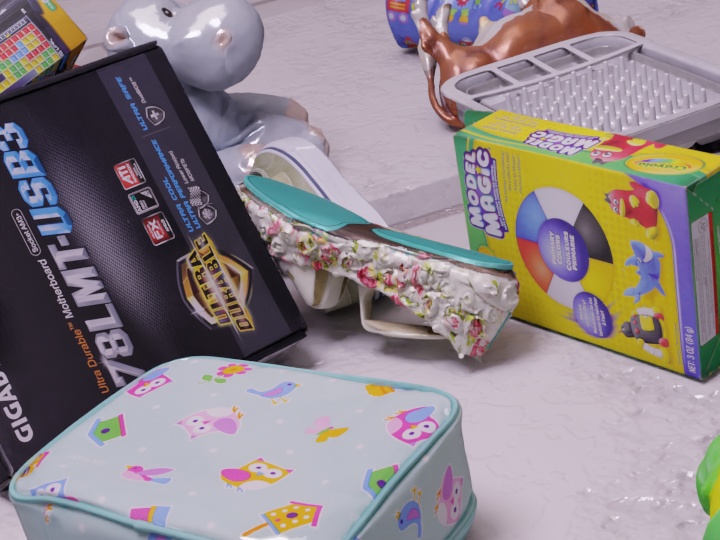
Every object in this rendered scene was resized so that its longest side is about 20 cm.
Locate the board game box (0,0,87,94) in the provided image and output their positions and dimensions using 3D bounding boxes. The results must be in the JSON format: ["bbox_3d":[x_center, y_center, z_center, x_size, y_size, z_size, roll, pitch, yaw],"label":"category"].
[{"bbox_3d":[-0.269,-0.082,1.000,0.165,0.057,0.200,-45,3,-28],"label":"board game box"}]

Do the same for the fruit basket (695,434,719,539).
[{"bbox_3d":[0.202,0.099,0.596,0.212,0.157,0.217,-2,41,1],"label":"fruit basket"}]

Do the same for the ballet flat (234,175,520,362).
[{"bbox_3d":[0.000,0.000,0.922,0.198,0.065,0.075,21,13,30],"label":"ballet flat"}]

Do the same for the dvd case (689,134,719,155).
[{"bbox_3d":[0.216,-0.103,1.158,0.147,0.016,0.201,-9,24,2],"label":"dvd case"}]

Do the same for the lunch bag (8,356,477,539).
[{"bbox_3d":[-0.048,0.107,0.734,0.198,0.078,0.160,7,28,33],"label":"lunch bag"}]

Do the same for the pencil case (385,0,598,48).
[{"bbox_3d":[0.115,-0.235,1.399,0.198,0.088,0.078,11,-8,36],"label":"pencil case"}]

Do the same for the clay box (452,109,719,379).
[{"bbox_3d":[0.124,-0.021,0.898,0.047,0.116,0.199,-28,30,-34],"label":"clay box"}]

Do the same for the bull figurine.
[{"bbox_3d":[0.134,-0.190,1.271,0.198,0.122,0.065,-27,-13,-19],"label":"bull figurine"}]

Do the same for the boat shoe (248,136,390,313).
[{"bbox_3d":[-0.038,-0.034,1.042,0.061,0.073,0.200,-22,29,-17],"label":"boat shoe"}]

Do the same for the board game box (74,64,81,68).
[{"bbox_3d":[-0.345,-0.124,1.359,0.199,0.062,0.199,-29,31,-37],"label":"board game box"}]

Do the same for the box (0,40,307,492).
[{"bbox_3d":[-0.158,-0.008,0.890,0.197,0.202,0.050,-24,-6,-32],"label":"box"}]

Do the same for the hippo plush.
[{"bbox_3d":[-0.127,-0.140,1.190,0.197,0.163,0.160,-1,26,18],"label":"hippo plush"}]

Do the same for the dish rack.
[{"bbox_3d":[0.169,-0.116,1.133,0.170,0.044,0.200,-18,26,-19],"label":"dish rack"}]
